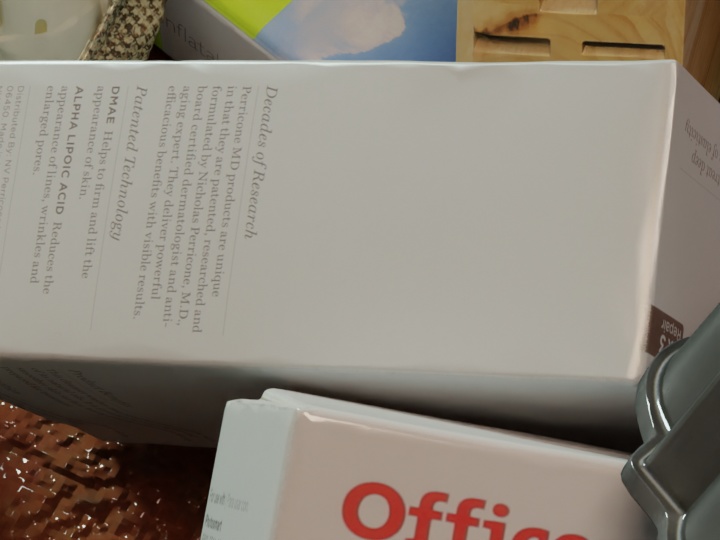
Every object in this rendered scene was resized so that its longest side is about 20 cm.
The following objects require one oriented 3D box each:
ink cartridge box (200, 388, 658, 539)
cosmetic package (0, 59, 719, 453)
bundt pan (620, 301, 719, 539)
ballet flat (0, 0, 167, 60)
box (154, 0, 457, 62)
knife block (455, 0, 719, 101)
[{"bbox_3d":[0.029,0.136,0.661,0.146,0.084,0.201,10,87,-11],"label":"ink cartridge box"},{"bbox_3d":[0.000,0.000,0.746,0.199,0.113,0.081,1,76,23],"label":"cosmetic package"},{"bbox_3d":[0.159,0.045,0.609,0.201,0.076,0.202,19,32,-13],"label":"bundt pan"},{"bbox_3d":[-0.078,-0.104,0.829,0.068,0.075,0.200,28,89,22],"label":"ballet flat"},{"bbox_3d":[0.012,-0.088,0.885,0.200,0.048,0.122,39,65,20],"label":"box"},{"bbox_3d":[0.085,-0.123,0.850,0.064,0.176,0.201,5,100,20],"label":"knife block"}]
